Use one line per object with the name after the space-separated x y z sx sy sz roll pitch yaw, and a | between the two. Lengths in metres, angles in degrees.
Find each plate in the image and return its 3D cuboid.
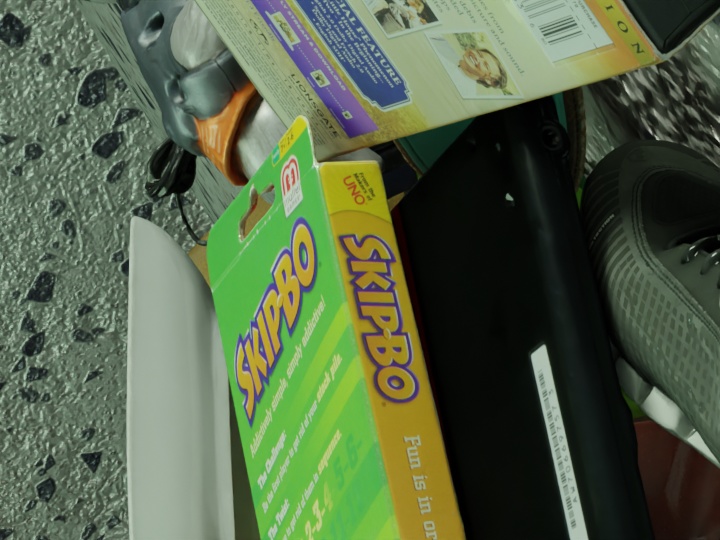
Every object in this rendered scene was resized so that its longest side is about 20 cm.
-0.044 0.111 0.857 0.201 0.032 0.200 -96 -9 -46 | plate

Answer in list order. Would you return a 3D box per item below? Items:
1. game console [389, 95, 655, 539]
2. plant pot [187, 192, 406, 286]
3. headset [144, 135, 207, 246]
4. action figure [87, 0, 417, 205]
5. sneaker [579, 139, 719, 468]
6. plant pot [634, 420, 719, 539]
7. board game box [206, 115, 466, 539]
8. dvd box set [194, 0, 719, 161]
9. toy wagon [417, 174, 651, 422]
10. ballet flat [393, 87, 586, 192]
0.036 0.072 0.660 0.177 0.031 0.202 135 127 -58 | game console
-0.002 0.022 1.078 0.187 0.186 0.200 54 163 9 | plant pot
0.000 0.000 0.914 0.199 0.094 0.123 32 -175 16 | headset
-0.050 -0.081 0.830 0.194 0.104 0.200 53 173 35 | action figure
0.106 0.017 0.567 0.201 0.066 0.091 -111 16 -46 | sneaker
0.115 0.167 0.787 0.201 0.200 0.196 51 166 41 | plant pot
-0.005 0.063 0.678 0.096 0.030 0.202 -45 55 58 | board game box
-0.005 -0.105 0.605 0.147 0.029 0.200 54 157 -11 | dvd box set
0.077 0.007 0.894 0.201 0.039 0.155 57 175 -22 | toy wagon
0.015 -0.105 0.711 0.201 0.070 0.065 61 -160 -25 | ballet flat
